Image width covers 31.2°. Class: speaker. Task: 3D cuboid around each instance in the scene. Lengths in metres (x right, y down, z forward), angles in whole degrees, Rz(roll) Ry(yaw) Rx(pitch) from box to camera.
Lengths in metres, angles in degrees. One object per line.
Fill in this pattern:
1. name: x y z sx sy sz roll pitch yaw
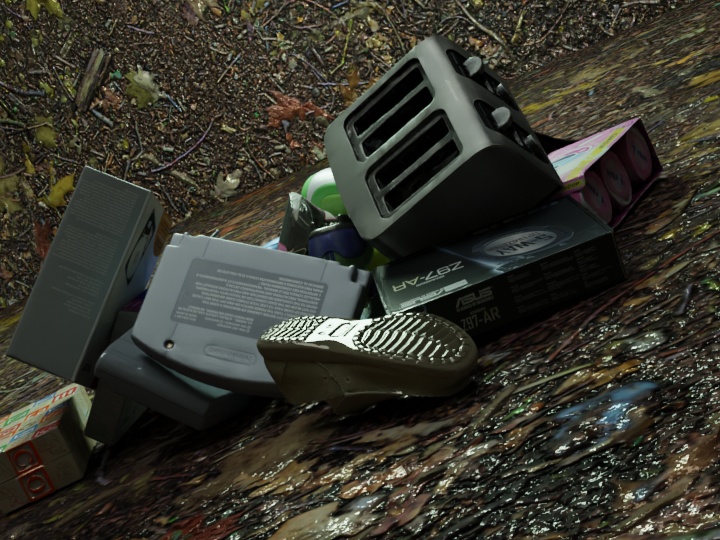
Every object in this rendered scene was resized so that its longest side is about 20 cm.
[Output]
1. speaker: 0.022 -0.087 1.553 0.199 0.089 0.088 -1 23 42

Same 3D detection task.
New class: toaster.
1. toaster: 0.070 -0.102 1.248 0.200 0.118 0.182 -39 44 19

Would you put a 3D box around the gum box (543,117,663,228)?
1. gum box: 0.217 -0.080 1.306 0.113 0.067 0.200 -20 11 35

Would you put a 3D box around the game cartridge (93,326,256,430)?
1. game cartridge: -0.155 0.084 1.242 0.132 0.042 0.200 19 20 8

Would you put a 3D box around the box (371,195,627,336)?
1. box: 0.114 0.003 1.121 0.198 0.044 0.160 -21 15 2

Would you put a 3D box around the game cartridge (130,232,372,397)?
1. game cartridge: -0.100 0.043 1.159 0.198 0.041 0.134 11 61 16

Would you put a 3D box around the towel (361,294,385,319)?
1. towel: 0.065 0.034 1.236 0.199 0.022 0.146 -13 17 46

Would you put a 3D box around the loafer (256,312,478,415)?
1. loafer: 0.008 0.077 1.019 0.199 0.069 0.076 4 27 38

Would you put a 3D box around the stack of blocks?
1. stack of blocks: -0.341 0.186 1.339 0.114 0.059 0.200 -26 10 -2

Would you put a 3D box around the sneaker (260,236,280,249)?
1. sneaker: -0.142 0.029 1.598 0.200 0.066 0.078 -40 6 -14

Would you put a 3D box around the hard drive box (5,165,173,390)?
1. hard drive box: -0.271 0.013 1.315 0.156 0.076 0.202 90 -159 -82

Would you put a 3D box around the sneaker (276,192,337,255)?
1. sneaker: -0.046 -0.043 1.484 0.085 0.081 0.200 13 6 2

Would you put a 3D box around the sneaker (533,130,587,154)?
1. sneaker: 0.166 -0.123 1.447 0.198 0.060 0.104 12 -40 -20

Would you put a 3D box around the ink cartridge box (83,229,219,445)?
1. ink cartridge box: -0.223 0.062 1.389 0.043 0.202 0.196 20 17 5

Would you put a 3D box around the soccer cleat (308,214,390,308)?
1. soccer cleat: -0.001 0.000 1.285 0.064 0.085 0.200 -15 -12 16
